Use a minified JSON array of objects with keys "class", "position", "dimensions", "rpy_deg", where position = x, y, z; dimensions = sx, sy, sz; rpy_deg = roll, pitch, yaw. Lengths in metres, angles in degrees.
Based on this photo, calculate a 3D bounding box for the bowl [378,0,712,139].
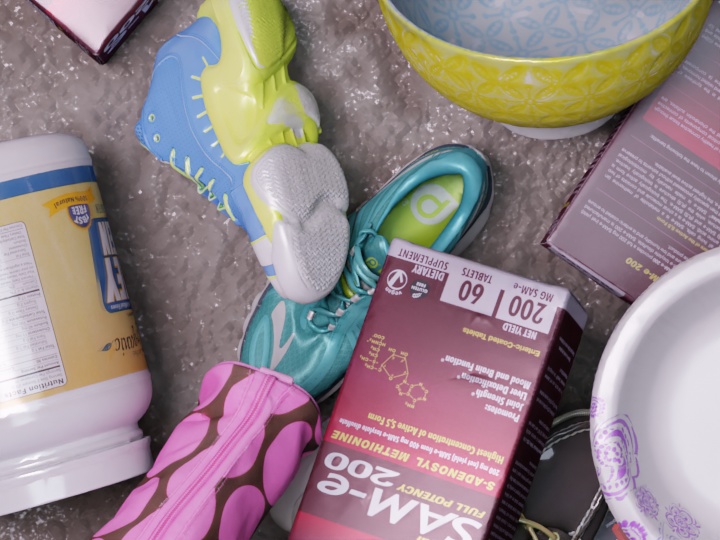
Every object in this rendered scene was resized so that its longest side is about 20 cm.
[{"class":"bowl","position":[0.109,-0.141,1.539],"dimensions":[0.199,0.201,0.108],"rpy_deg":[-8,131,0]}]

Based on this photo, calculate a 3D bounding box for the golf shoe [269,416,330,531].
[{"class":"golf shoe","position":[0.036,0.092,1.553],"dimensions":[0.200,0.075,0.092],"rpy_deg":[-50,51,5]}]

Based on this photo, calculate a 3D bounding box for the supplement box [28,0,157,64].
[{"class":"supplement box","position":[-0.194,-0.228,1.568],"dimensions":[0.200,0.061,0.109],"rpy_deg":[40,89,-1]}]

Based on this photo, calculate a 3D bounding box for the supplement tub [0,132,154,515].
[{"class":"supplement tub","position":[-0.202,0.034,1.531],"dimensions":[0.144,0.145,0.201],"rpy_deg":[-15,90,0]}]

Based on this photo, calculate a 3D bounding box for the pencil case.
[{"class":"pencil case","position":[-0.097,0.134,1.469],"dimensions":[0.090,0.094,0.200],"rpy_deg":[24,53,15]}]

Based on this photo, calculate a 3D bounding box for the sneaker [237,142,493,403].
[{"class":"sneaker","position":[0.000,0.000,1.564],"dimensions":[0.077,0.080,0.200],"rpy_deg":[41,90,0]}]

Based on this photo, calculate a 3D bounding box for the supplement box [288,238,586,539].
[{"class":"supplement box","position":[0.040,0.096,1.468],"dimensions":[0.108,0.061,0.201],"rpy_deg":[16,82,18]}]

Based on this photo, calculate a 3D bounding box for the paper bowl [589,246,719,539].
[{"class":"paper bowl","position":[0.227,0.084,1.478],"dimensions":[0.199,0.104,0.202],"rpy_deg":[0,90,5]}]

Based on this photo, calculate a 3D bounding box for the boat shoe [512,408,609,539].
[{"class":"boat shoe","position":[0.083,0.165,1.522],"dimensions":[0.072,0.061,0.201],"rpy_deg":[38,89,2]}]

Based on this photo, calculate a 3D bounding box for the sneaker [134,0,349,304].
[{"class":"sneaker","position":[-0.072,-0.063,1.557],"dimensions":[0.105,0.076,0.201],"rpy_deg":[-24,65,32]}]

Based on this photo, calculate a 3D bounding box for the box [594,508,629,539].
[{"class":"box","position":[0.089,0.212,1.576],"dimensions":[0.200,0.050,0.158],"rpy_deg":[-35,89,-1]}]

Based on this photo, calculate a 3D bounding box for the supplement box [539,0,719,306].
[{"class":"supplement box","position":[0.205,-0.070,1.573],"dimensions":[0.109,0.061,0.200],"rpy_deg":[34,89,0]}]
